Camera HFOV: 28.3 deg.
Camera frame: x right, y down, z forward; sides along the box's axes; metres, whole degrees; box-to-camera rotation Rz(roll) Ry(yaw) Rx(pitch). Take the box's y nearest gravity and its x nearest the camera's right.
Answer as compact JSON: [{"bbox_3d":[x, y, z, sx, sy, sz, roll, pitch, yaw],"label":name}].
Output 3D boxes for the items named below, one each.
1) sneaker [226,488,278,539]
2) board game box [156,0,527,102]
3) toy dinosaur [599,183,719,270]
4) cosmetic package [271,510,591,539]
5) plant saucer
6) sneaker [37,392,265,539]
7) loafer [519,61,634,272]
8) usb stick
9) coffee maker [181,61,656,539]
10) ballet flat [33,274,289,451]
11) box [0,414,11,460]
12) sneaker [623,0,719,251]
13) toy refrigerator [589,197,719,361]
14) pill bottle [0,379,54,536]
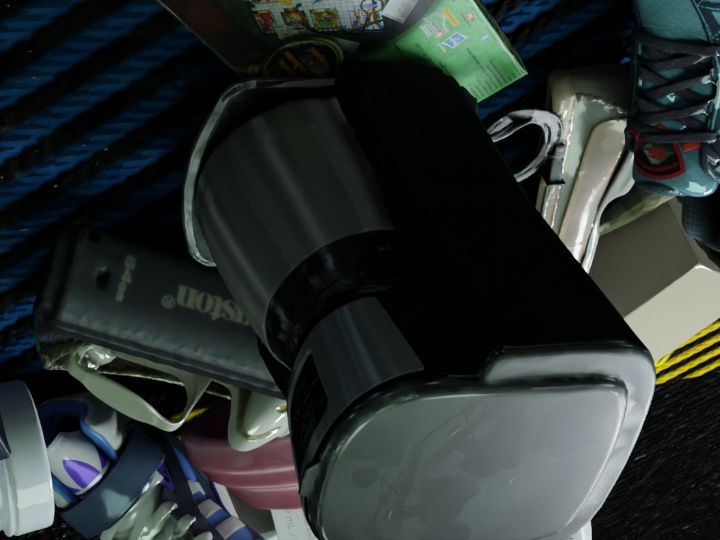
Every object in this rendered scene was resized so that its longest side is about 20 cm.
[{"bbox_3d":[-0.107,0.185,1.019,0.115,0.074,0.200,-39,150,22],"label":"sneaker"},{"bbox_3d":[-0.005,-0.109,0.626,0.105,0.024,0.200,-30,152,12],"label":"board game box"},{"bbox_3d":[0.202,-0.053,0.835,0.047,0.088,0.200,-52,178,-40],"label":"toy dinosaur"},{"bbox_3d":[0.047,0.151,0.940,0.199,0.074,0.102,-8,115,13],"label":"cosmetic package"},{"bbox_3d":[-0.005,0.095,0.852,0.200,0.051,0.201,-13,-175,1],"label":"plant saucer"},{"bbox_3d":[-0.122,0.148,0.808,0.081,0.200,0.146,-46,133,8],"label":"sneaker"},{"bbox_3d":[0.103,-0.040,0.798,0.063,0.072,0.200,5,139,-15],"label":"loafer"},{"bbox_3d":[-0.057,0.029,0.696,0.199,0.056,0.033,18,167,-17],"label":"usb stick"},{"bbox_3d":[0.039,0.007,0.602,0.191,0.200,0.135,-21,137,-8],"label":"coffee maker"},{"bbox_3d":[-0.074,0.056,0.737,0.200,0.072,0.072,18,139,-16],"label":"ballet flat"},{"bbox_3d":[-0.261,0.026,0.583,0.181,0.104,0.200,-17,152,-8],"label":"box"},{"bbox_3d":[0.166,-0.079,0.681,0.096,0.079,0.200,-51,132,-12],"label":"sneaker"},{"bbox_3d":[0.153,0.034,0.955,0.076,0.070,0.200,18,132,-43],"label":"toy refrigerator"},{"bbox_3d":[-0.265,0.116,0.732,0.199,0.112,0.112,-11,151,-22],"label":"pill bottle"}]
